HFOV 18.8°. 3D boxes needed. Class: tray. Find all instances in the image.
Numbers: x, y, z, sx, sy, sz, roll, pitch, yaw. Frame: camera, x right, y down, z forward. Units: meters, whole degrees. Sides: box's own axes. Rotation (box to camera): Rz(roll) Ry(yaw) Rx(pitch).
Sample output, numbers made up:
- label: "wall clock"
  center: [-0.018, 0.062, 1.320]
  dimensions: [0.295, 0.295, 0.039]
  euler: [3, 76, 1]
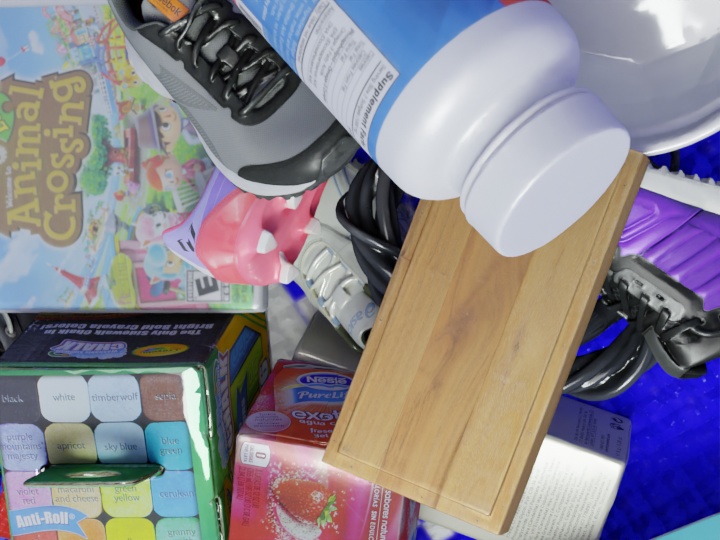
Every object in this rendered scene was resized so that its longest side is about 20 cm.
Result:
- label: "tray"
  center: [0.063, 0.020, 1.088]
  dimensions: [0.098, 0.037, 0.201]
  euler: [21, 91, 13]

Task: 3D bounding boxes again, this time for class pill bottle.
- label: "pill bottle"
  center: [0.034, -0.105, 1.030]
  dimensions: [0.200, 0.112, 0.112]
  euler: [48, 113, 21]

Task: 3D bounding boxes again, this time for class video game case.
- label: "video game case"
  center: [-0.140, -0.077, 1.214]
  dimensions: [0.181, 0.022, 0.201]
  euler: [0, 87, 10]

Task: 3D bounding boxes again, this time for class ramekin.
- label: "ramekin"
  center: [0.136, -0.167, 1.128]
  dimensions: [0.199, 0.105, 0.201]
  euler: [3, 109, 9]

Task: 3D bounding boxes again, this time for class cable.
- label: "cable"
  center: [0.084, -0.012, 1.185]
  dimensions: [0.199, 0.051, 0.164]
  euler: [5, 80, -7]

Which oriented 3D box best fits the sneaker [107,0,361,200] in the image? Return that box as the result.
- label: "sneaker"
  center: [-0.073, -0.105, 1.114]
  dimensions: [0.074, 0.200, 0.079]
  euler: [-44, 142, -7]

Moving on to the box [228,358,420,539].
- label: "box"
  center: [-0.021, 0.163, 1.201]
  dimensions: [0.095, 0.100, 0.201]
  euler: [9, 113, 7]

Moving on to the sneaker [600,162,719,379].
- label: "sneaker"
  center: [0.157, 0.003, 1.127]
  dimensions: [0.199, 0.070, 0.100]
  euler: [10, 76, -4]

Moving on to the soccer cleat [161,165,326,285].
- label: "soccer cleat"
  center: [-0.032, -0.079, 1.167]
  dimensions: [0.076, 0.201, 0.067]
  euler: [15, 154, 31]

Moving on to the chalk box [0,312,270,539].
- label: "chalk box"
  center: [-0.128, 0.091, 1.212]
  dimensions: [0.124, 0.200, 0.125]
  euler: [-1, 109, 11]

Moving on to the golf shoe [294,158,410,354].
- label: "golf shoe"
  center: [0.000, 0.000, 1.213]
  dimensions: [0.199, 0.097, 0.079]
  euler: [29, 118, 1]

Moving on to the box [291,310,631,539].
- label: "box"
  center: [0.051, 0.099, 1.254]
  dimensions: [0.199, 0.068, 0.083]
  euler: [21, 112, 3]

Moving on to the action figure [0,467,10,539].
- label: "action figure"
  center: [-0.234, 0.177, 1.320]
  dimensions: [0.065, 0.099, 0.200]
  euler: [34, 109, -3]

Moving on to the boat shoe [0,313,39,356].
- label: "boat shoe"
  center: [-0.262, -0.015, 1.273]
  dimensions: [0.073, 0.063, 0.200]
  euler: [-41, 98, 20]

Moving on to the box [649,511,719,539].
- label: "box"
  center: [0.163, 0.184, 1.224]
  dimensions: [0.199, 0.082, 0.049]
  euler: [-22, 72, 0]
